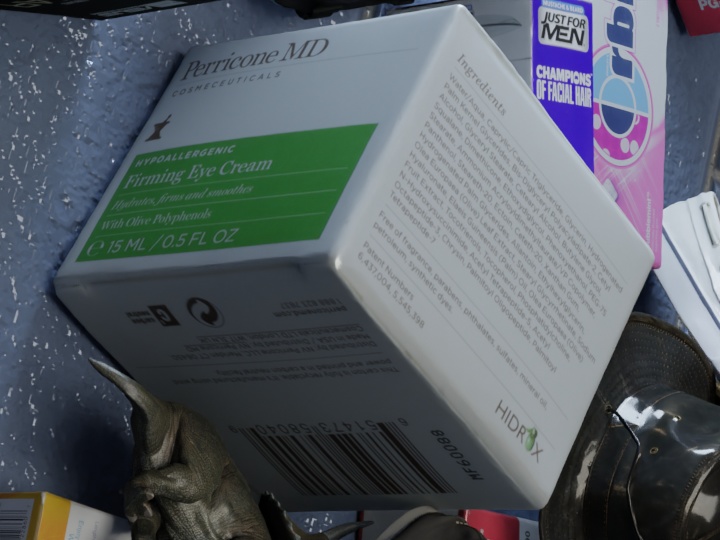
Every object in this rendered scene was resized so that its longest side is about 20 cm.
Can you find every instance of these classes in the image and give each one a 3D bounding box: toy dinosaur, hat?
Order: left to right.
[{"bbox_3d":[-0.083,0.115,1.359,0.200,0.077,0.102,48,28,-20],"label":"toy dinosaur"},{"bbox_3d":[0.181,0.119,1.543,0.201,0.081,0.201,2,88,-54],"label":"hat"}]

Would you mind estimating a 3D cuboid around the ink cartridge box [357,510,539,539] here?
[{"bbox_3d":[0.089,0.217,1.567,0.200,0.083,0.147,16,74,-45],"label":"ink cartridge box"}]

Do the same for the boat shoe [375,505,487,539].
[{"bbox_3d":[-0.006,0.196,1.341,0.200,0.057,0.067,-47,134,-20],"label":"boat shoe"}]

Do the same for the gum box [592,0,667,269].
[{"bbox_3d":[0.123,-0.104,1.644,0.113,0.066,0.200,11,78,-48],"label":"gum box"}]

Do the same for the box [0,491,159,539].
[{"bbox_3d":[-0.109,0.192,1.386,0.200,0.041,0.119,26,67,-46],"label":"box"}]

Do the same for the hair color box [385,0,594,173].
[{"bbox_3d":[0.073,-0.052,1.554,0.065,0.109,0.200,3,85,-48],"label":"hair color box"}]

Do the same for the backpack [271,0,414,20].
[{"bbox_3d":[0.022,-0.250,1.489,0.176,0.153,0.200,-14,90,-42],"label":"backpack"}]

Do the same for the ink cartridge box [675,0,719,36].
[{"bbox_3d":[0.243,-0.274,1.778,0.145,0.083,0.200,-42,117,-41],"label":"ink cartridge box"}]

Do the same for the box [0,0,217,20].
[{"bbox_3d":[-0.113,-0.155,1.292,0.160,0.200,0.044,1,86,-49],"label":"box"}]

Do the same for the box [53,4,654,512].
[{"bbox_3d":[0.000,0.000,1.402,0.200,0.199,0.171,50,52,-32],"label":"box"}]

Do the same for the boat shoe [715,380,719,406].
[{"bbox_3d":[0.163,0.053,1.667,0.200,0.076,0.072,28,67,-43],"label":"boat shoe"}]

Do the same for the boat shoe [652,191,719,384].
[{"bbox_3d":[0.233,0.030,1.675,0.072,0.066,0.200,53,8,-45],"label":"boat shoe"}]
